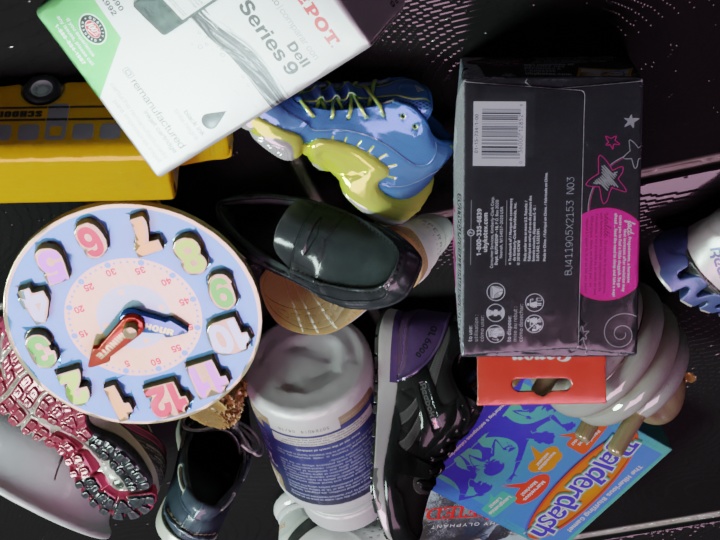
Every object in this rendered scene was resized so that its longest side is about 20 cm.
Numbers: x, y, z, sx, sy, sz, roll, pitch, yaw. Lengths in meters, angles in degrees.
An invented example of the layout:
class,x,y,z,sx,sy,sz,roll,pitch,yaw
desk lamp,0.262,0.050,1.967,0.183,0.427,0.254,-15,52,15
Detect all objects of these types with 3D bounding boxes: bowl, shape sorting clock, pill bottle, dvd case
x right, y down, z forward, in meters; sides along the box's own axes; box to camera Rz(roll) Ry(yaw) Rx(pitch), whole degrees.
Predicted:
class,x,y,z,sx,sy,sz,roll,pitch,yaw
bowl,-0.283,0.144,1.779,0.200,0.091,0.201,30,178,1
shape sorting clock,-0.174,0.036,1.577,0.199,0.039,0.201,-1,125,-1
pill bottle,-0.029,0.138,1.781,0.110,0.111,0.200,-5,140,8
dvd case,0.110,0.211,1.887,0.145,0.022,0.201,0,130,-17

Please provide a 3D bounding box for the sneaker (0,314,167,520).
class,x,y,z,sx,sy,sz,roll,pitch,yaw
sneaker,-0.234,0.112,1.689,0.080,0.075,0.200,-25,112,24

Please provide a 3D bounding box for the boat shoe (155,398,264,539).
class,x,y,z,sx,sy,sz,roll,pitch,yaw
boat shoe,-0.125,0.154,1.743,0.075,0.200,0.062,30,123,-5

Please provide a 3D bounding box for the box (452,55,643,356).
class,x,y,z,sx,sy,sz,roll,pitch,yaw
box,0.132,-0.049,1.482,0.131,0.115,0.201,0,103,2

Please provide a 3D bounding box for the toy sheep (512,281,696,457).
class,x,y,z,sx,sy,sz,roll,pitch,yaw
toy sheep,0.191,0.062,1.672,0.138,0.138,0.200,-31,126,33

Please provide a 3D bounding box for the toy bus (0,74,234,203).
class,x,y,z,sx,sy,sz,roll,pitch,yaw
toy bus,-0.196,-0.096,1.524,0.199,0.079,0.065,-1,141,2

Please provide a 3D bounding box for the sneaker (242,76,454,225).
class,x,y,z,sx,sy,sz,roll,pitch,yaw
sneaker,-0.011,-0.120,1.514,0.200,0.076,0.105,33,113,-33

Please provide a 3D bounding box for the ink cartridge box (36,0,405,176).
class,x,y,z,sx,sy,sz,roll,pitch,yaw
ink cartridge box,-0.093,-0.178,1.380,0.200,0.084,0.146,-29,105,31

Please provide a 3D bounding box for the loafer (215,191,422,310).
class,x,y,z,sx,sy,sz,roll,pitch,yaw
loafer,-0.036,-0.018,1.560,0.200,0.068,0.070,17,170,47

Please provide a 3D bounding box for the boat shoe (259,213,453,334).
class,x,y,z,sx,sy,sz,roll,pitch,yaw
boat shoe,0.000,0.000,1.645,0.200,0.069,0.071,-17,101,47

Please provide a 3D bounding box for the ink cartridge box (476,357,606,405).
class,x,y,z,sx,sy,sz,roll,pitch,yaw
ink cartridge box,0.138,0.009,1.579,0.108,0.050,0.201,-1,99,3

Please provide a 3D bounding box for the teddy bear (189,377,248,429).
class,x,y,z,sx,sy,sz,roll,pitch,yaw
teddy bear,-0.180,0.060,1.696,0.199,0.067,0.145,15,151,25

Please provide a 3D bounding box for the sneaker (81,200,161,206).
class,x,y,z,sx,sy,sz,roll,pitch,yaw
sneaker,-0.171,-0.006,1.630,0.077,0.082,0.200,-16,138,19

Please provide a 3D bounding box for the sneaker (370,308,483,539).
class,x,y,z,sx,sy,sz,roll,pitch,yaw
sneaker,0.058,0.133,1.715,0.087,0.201,0.076,2,-176,14

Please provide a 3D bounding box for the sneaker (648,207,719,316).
class,x,y,z,sx,sy,sz,roll,pitch,yaw
sneaker,0.339,0.002,1.634,0.199,0.081,0.115,26,137,-25

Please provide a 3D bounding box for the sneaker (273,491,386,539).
class,x,y,z,sx,sy,sz,roll,pitch,yaw
sneaker,0.017,0.258,1.954,0.199,0.080,0.074,1,139,-3

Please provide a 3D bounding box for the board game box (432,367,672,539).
class,x,y,z,sx,sy,sz,roll,pitch,yaw
board game box,0.154,0.156,1.809,0.200,0.045,0.152,29,115,-35
